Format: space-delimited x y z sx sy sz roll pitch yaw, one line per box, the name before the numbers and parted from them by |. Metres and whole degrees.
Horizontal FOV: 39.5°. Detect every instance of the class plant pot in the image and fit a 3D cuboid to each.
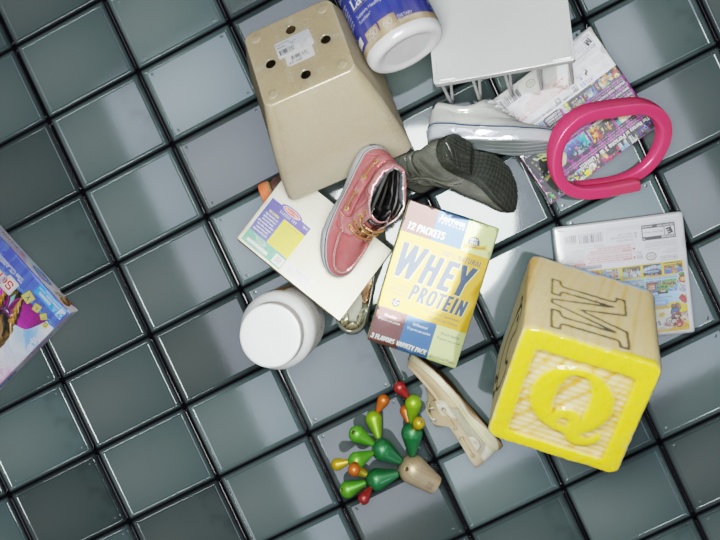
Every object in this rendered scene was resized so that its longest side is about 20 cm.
plant pot | -0.063 -0.259 1.436 0.197 0.177 0.203 -22 61 6

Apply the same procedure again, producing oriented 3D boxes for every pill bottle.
pill bottle | 0.024 -0.389 1.397 0.114 0.116 0.202 -27 77 6
pill bottle | -0.118 0.086 1.487 0.112 0.200 0.117 0 93 4

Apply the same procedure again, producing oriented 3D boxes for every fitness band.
fitness band | 0.364 -0.180 1.469 0.196 0.038 0.146 -10 121 -14

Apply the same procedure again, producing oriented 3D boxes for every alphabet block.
alphabet block | 0.303 0.129 1.427 0.193 0.201 0.198 15 120 5

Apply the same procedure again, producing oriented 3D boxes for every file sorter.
file sorter | 0.207 -0.331 1.455 0.196 0.124 0.141 -7 77 13

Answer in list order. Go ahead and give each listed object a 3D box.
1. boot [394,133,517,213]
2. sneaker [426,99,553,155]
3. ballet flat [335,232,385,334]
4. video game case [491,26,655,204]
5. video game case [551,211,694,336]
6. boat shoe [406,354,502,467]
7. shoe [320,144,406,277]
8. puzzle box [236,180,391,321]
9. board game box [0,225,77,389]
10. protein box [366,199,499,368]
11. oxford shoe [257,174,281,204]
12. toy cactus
boot | 0.139 -0.140 1.514 0.129 0.199 0.069 -11 60 44
sneaker | 0.196 -0.216 1.476 0.196 0.073 0.072 5 77 -1
ballet flat | 0.000 0.000 1.541 0.066 0.064 0.204 8 94 4
video game case | 0.316 -0.233 1.517 0.199 0.036 0.182 -36 90 6
video game case | 0.401 0.014 1.532 0.196 0.023 0.186 -7 93 4
boat shoe | 0.133 0.215 1.541 0.065 0.072 0.200 -41 95 4
shoe | 0.003 -0.071 1.413 0.070 0.091 0.203 13 108 -26
puzzle box | -0.069 -0.038 1.498 0.199 0.025 0.134 39 83 3
board game box | -0.590 0.061 1.602 0.199 0.041 0.200 -44 89 6
protein box | 0.103 0.012 1.466 0.133 0.199 0.203 17 94 1
oxford shoe | -0.085 -0.057 1.542 0.072 0.071 0.202 -26 90 4
toy cactus | 0.055 0.287 1.545 0.164 0.102 0.202 34 89 -10
